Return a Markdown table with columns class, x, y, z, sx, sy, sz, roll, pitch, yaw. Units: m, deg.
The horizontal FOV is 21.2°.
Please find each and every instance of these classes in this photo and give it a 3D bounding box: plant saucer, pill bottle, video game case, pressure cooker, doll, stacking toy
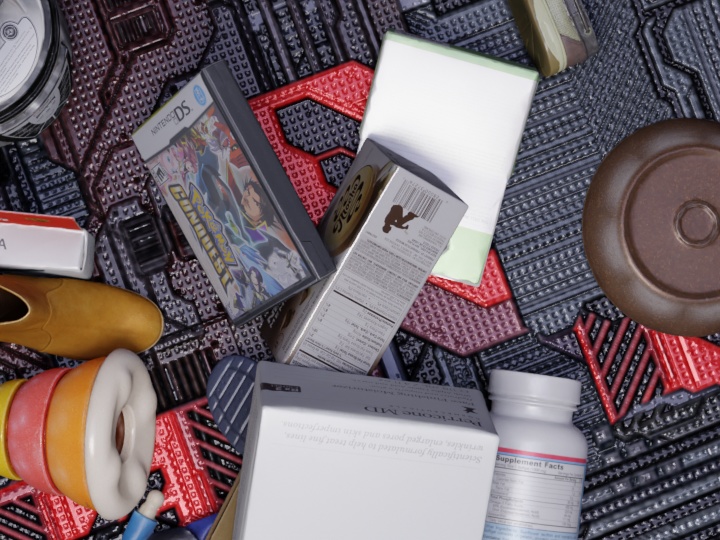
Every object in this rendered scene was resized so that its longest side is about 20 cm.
| class | x | y | z | sx | sy | sz | roll | pitch | yaw |
| --- | --- | --- | --- | --- | --- | --- | --- | --- | --- |
| plant saucer | 0.302 | -0.041 | 1.751 | 0.198 | 0.037 | 0.203 | 0 | 87 | -4 |
| pill bottle | 0.142 | 0.192 | 1.692 | 0.108 | 0.109 | 0.202 | 8 | 86 | -3 |
| video game case | -0.113 | -0.062 | 1.659 | 0.025 | 0.180 | 0.201 | -28 | 90 | -31 |
| pressure cooker | -0.339 | -0.196 | 1.643 | 0.177 | 0.200 | 0.178 | -8 | 86 | -4 |
| doll | -0.158 | 0.258 | 1.700 | 0.198 | 0.048 | 0.138 | -19 | 100 | -4 |
| stacking toy | -0.287 | 0.137 | 1.675 | 0.198 | 0.146 | 0.148 | 3 | 86 | 12 |

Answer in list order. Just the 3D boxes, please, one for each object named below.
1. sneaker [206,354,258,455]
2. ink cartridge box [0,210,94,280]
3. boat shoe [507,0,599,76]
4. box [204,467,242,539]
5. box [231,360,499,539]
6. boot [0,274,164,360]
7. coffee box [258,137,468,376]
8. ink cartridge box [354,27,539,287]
| class | x | y | z | sx | sy | sz | roll | pitch | yaw |
| --- | --- | --- | --- | --- | --- | --- | --- | --- | --- |
| sneaker | -0.051 | 0.148 | 1.704 | 0.199 | 0.082 | 0.074 | 37 | 100 | 10 |
| ink cartridge box | -0.333 | -0.026 | 1.645 | 0.198 | 0.174 | 0.044 | 5 | 86 | -3 |
| boat shoe | 0.162 | -0.279 | 1.744 | 0.065 | 0.072 | 0.203 | -17 | 88 | -14 |
| box | -0.050 | 0.282 | 1.683 | 0.199 | 0.021 | 0.165 | 26 | 98 | -13 |
| box | -0.002 | 0.196 | 1.583 | 0.197 | 0.131 | 0.202 | 8 | 104 | -7 |
| boot | -0.271 | 0.039 | 1.660 | 0.199 | 0.144 | 0.072 | 7 | 87 | -3 |
| coffee box | 0.000 | 0.000 | 1.667 | 0.079 | 0.113 | 0.201 | 27 | 99 | -19 |
| ink cartridge box | 0.067 | -0.102 | 1.737 | 0.144 | 0.048 | 0.202 | 15 | 100 | -2 |
